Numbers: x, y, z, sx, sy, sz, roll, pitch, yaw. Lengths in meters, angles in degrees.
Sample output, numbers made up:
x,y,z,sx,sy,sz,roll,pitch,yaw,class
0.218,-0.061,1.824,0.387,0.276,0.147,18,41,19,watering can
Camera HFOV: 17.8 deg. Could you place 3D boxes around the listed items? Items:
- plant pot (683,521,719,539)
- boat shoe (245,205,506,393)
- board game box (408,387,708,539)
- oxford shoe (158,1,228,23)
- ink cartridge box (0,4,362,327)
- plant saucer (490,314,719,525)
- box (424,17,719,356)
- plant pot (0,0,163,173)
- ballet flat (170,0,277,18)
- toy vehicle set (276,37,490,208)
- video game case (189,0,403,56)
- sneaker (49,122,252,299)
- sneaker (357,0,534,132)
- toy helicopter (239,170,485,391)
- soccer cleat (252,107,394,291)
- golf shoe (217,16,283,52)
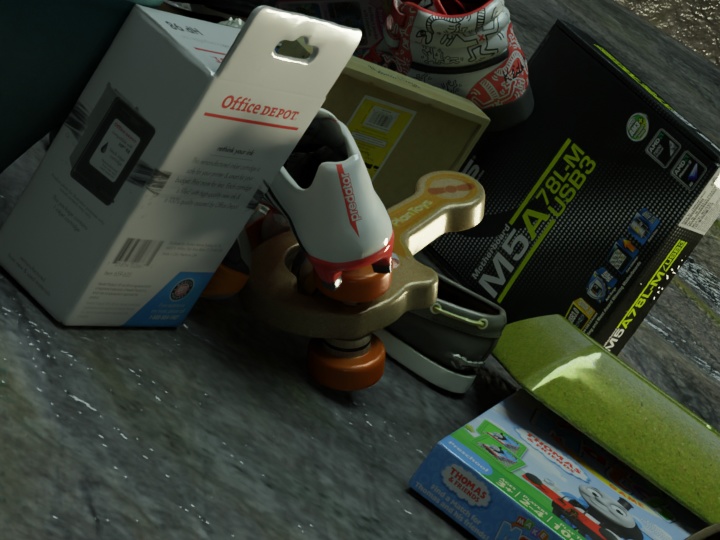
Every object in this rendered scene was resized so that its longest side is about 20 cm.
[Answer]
x,y,z,sx,sy,sz,roll,pitch,yaw,class
0.201,0.199,1.130,0.186,0.187,0.200,34,3,2,plant pot
0.000,-0.001,1.478,0.201,0.061,0.072,34,16,-1,boat shoe
0.123,0.140,1.359,0.151,0.037,0.200,37,15,11,board game box
-0.124,-0.156,1.620,0.084,0.073,0.200,13,13,17,oxford shoe
-0.097,-0.069,1.230,0.067,0.201,0.116,41,17,24,ink cartridge box
0.179,0.096,1.477,0.199,0.048,0.200,36,2,-8,plant saucer
0.153,-0.048,1.663,0.047,0.201,0.193,16,25,-50,box
-0.219,-0.144,1.232,0.199,0.189,0.200,32,16,-10,plant pot
-0.133,-0.222,1.645,0.199,0.057,0.066,17,1,32,ballet flat
-0.009,-0.081,1.574,0.199,0.125,0.027,15,24,-49,toy vehicle set
-0.040,-0.211,1.685,0.180,0.201,0.024,0,49,12,video game case
-0.105,-0.047,1.391,0.092,0.076,0.200,24,20,-45,sneaker
0.021,-0.152,1.673,0.200,0.109,0.067,-4,32,20,sneaker
0.001,-0.016,1.405,0.132,0.079,0.200,25,38,30,toy helicopter
-0.034,-0.062,1.325,0.068,0.086,0.200,-17,29,-13,soccer cleat
-0.060,-0.087,1.613,0.078,0.098,0.200,9,-25,34,golf shoe
